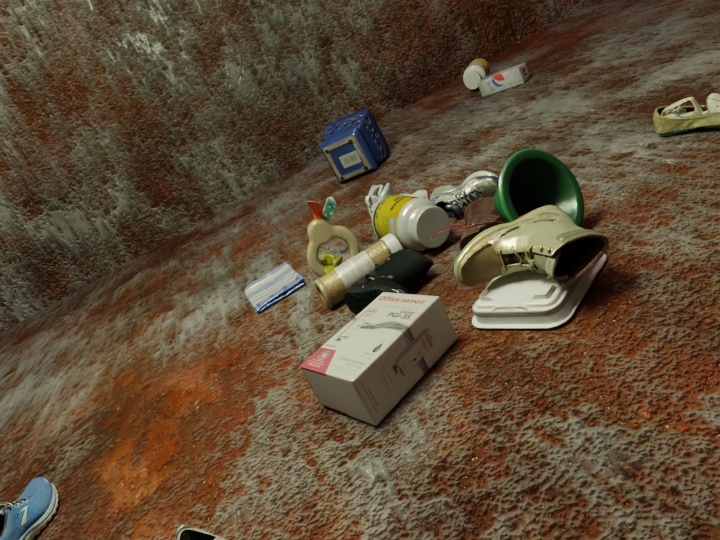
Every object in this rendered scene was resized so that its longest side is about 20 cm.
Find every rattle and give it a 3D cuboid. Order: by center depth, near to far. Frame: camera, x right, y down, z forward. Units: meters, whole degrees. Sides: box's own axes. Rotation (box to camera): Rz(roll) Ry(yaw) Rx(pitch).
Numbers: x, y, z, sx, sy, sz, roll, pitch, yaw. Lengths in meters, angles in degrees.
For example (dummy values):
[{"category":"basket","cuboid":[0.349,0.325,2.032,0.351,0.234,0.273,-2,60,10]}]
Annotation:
[{"category":"rattle","cuboid":[-0.078,-0.085,1.369,0.128,0.203,0.143,-22,20,12]}]

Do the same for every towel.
[{"category":"towel","cuboid":[-0.223,0.039,1.519,0.145,0.024,0.200,-33,21,-10]}]

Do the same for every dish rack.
[{"category":"dish rack","cuboid":[0.270,0.014,0.921,0.170,0.044,0.200,-5,31,46]}]

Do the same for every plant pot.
[{"category":"plant pot","cuboid":[-0.027,-0.453,2.213,0.197,0.202,0.181,-16,29,27]}]

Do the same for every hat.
[{"category":"hat","cuboid":[0.269,-0.110,1.074,0.176,0.197,0.169,-34,33,66]}]

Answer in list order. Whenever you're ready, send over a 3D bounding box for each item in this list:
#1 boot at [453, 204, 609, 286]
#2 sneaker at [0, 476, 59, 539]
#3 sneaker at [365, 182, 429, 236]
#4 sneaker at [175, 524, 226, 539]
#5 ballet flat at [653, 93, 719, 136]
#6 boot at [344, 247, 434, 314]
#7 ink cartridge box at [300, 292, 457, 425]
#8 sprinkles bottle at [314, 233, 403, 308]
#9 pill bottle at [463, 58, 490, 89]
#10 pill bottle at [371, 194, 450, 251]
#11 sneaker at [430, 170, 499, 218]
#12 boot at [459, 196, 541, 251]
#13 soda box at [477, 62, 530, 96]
[{"category":"boot","cuboid":[0.243,-0.019,0.873,0.197,0.073,0.155,-28,22,1]},{"category":"sneaker","cuboid":[-0.572,0.408,0.983,0.077,0.090,0.201,-24,20,4]},{"category":"sneaker","cuboid":[0.093,-0.180,1.506,0.199,0.117,0.074,-39,24,-30]},{"category":"sneaker","cuboid":[-0.148,0.332,0.631,0.198,0.083,0.075,-4,30,48]},{"category":"ballet flat","cuboid":[0.665,-0.308,1.155,0.070,0.072,0.198,-38,23,-28]},{"category":"boot","cuboid":[0.075,0.024,1.113,0.161,0.075,0.197,-35,21,-30]},{"category":"ink cartridge box","cuboid":[0.029,0.124,0.905,0.199,0.084,0.145,-40,23,-30]},{"category":"sprinkles bottle","cuboid":[0.000,0.000,1.261,0.198,0.069,0.068,-32,20,-11]},{"category":"pill bottle","cuboid":[0.512,-0.866,2.636,0.102,0.106,0.201,-15,24,29]},{"category":"pill bottle","cuboid":[0.111,-0.105,1.307,0.111,0.114,0.199,-33,21,-15]},{"category":"sneaker","cuboid":[0.236,-0.159,1.359,0.198,0.077,0.086,-18,30,44]},{"category":"boot","cuboid":[0.286,-0.112,1.189,0.183,0.065,0.200,-17,18,22]},{"category":"soda box","cuboid":[0.567,-0.756,2.360,0.198,0.064,0.068,-4,30,48]}]
